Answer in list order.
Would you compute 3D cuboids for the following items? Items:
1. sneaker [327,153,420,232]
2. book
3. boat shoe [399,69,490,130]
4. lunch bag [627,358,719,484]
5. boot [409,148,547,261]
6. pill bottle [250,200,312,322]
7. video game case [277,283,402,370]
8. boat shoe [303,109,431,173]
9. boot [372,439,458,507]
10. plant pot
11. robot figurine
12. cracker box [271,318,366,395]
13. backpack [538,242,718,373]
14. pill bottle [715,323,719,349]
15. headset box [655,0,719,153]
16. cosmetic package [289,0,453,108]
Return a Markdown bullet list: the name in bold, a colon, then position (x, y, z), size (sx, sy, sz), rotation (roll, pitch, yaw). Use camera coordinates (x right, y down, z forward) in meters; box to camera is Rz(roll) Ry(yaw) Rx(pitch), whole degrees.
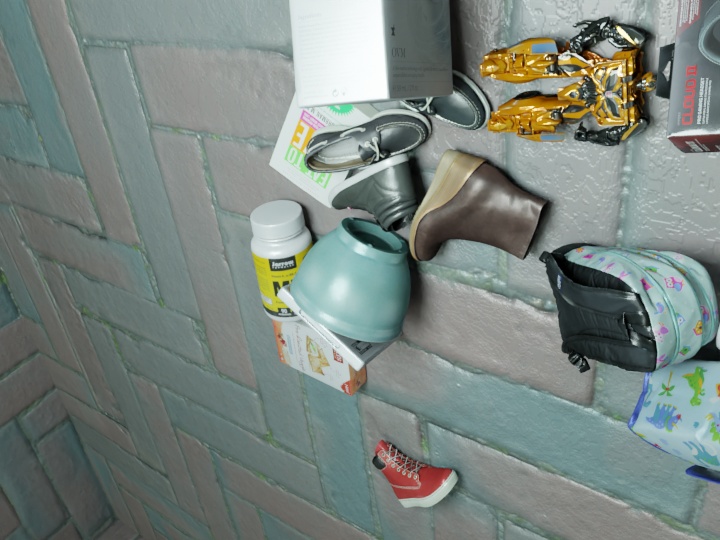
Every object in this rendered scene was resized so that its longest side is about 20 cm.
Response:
- **sneaker**: position (0.018, -0.099, 1.029), size (0.199, 0.070, 0.101), rotation (-20, 89, 55)
- **book**: position (-0.059, -0.211, 1.067), size (0.133, 0.048, 0.201), rotation (38, 138, 6)
- **boat shoe**: position (0.081, -0.245, 0.894), size (0.199, 0.060, 0.076), rotation (35, 137, 18)
- **lunch bag**: position (0.455, 0.196, 0.793), size (0.198, 0.129, 0.170), rotation (27, 169, -19)
- **boot**: position (0.161, -0.057, 0.949), size (0.165, 0.072, 0.202), rotation (35, 134, 21)
- **pill bottle**: position (-0.139, -0.018, 1.224), size (0.113, 0.114, 0.203), rotation (17, 130, 33)
- **video game case**: position (-0.029, 0.076, 1.137), size (0.181, 0.199, 0.023), rotation (42, 112, 11)
- **boat shoe**: position (0.006, -0.184, 0.974), size (0.196, 0.061, 0.075), rotation (-2, 134, 24)
- **boot**: position (0.100, 0.399, 1.346), size (0.145, 0.072, 0.200), rotation (52, 143, 1)
- **plant pot**: position (0.000, 0.000, 1.069), size (0.198, 0.199, 0.136), rotation (31, 113, 21)
- **robot figurine**: position (0.240, -0.210, 0.774), size (0.197, 0.058, 0.147), rotation (9, 125, 39)
- **cracker box**: position (-0.085, 0.153, 1.342), size (0.197, 0.058, 0.136), rotation (18, 130, 32)
- **backpack**: position (0.319, 0.041, 0.799), size (0.170, 0.125, 0.200), rotation (68, 169, -11)
- **pill bottle**: position (0.494, 0.063, 0.699), size (0.197, 0.112, 0.114), rotation (19, 131, 31)
- **headset box**: position (0.374, -0.190, 0.603), size (0.197, 0.077, 0.152), rotation (6, 89, 39)
- **cosmetic package**: position (0.018, -0.297, 0.762), size (0.121, 0.199, 0.204), rotation (2, 105, 28)
